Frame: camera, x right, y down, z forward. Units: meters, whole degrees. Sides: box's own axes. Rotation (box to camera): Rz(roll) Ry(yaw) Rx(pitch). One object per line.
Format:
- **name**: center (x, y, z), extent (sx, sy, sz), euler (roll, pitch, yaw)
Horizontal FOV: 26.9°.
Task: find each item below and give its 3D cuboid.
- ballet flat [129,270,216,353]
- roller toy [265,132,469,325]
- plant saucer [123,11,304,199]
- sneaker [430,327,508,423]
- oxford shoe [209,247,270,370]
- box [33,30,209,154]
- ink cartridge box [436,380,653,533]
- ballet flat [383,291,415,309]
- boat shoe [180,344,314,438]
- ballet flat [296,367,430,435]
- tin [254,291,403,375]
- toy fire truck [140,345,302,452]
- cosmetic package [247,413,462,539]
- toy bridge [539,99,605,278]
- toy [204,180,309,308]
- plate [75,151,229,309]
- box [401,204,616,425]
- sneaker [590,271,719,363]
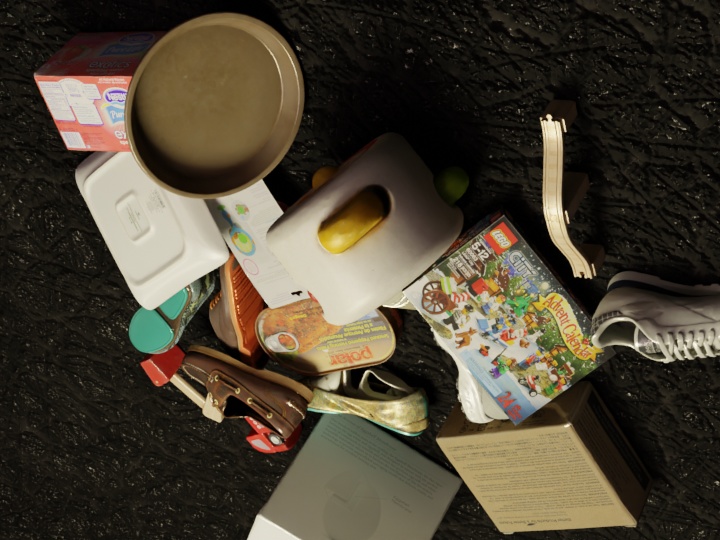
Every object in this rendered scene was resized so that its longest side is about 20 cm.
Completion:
- **ballet flat**: center (-0.231, 0.044, 1.890), extent (0.074, 0.074, 0.200), euler (40, 144, -6)
- **roller toy**: center (-0.001, -0.046, 1.535), extent (0.140, 0.200, 0.182), euler (51, 136, -6)
- **plant saucer**: center (-0.152, -0.171, 1.549), extent (0.029, 0.199, 0.201), euler (43, 158, 53)
- **sneaker**: center (0.136, 0.082, 1.660), extent (0.079, 0.074, 0.201), euler (-3, 125, 34)
- **oxford shoe**: center (-0.158, 0.044, 1.838), extent (0.072, 0.071, 0.201), euler (21, 139, 23)
- **box**: center (-0.241, -0.196, 1.637), extent (0.199, 0.095, 0.103), euler (4, 131, 32)
- **ink cartridge box**: center (0.213, 0.220, 1.744), extent (0.199, 0.075, 0.165), euler (-12, 123, 41)
- **ballet flat**: center (0.000, 0.000, 1.658), extent (0.199, 0.070, 0.070), euler (30, 141, -8)
- **boat shoe**: center (-0.152, 0.149, 1.854), extent (0.199, 0.071, 0.070), euler (17, 160, 37)
- **ballet flat**: center (-0.004, 0.147, 1.843), extent (0.199, 0.071, 0.071), euler (13, 136, 26)
- **tin**: center (-0.037, 0.068, 1.793), extent (0.199, 0.042, 0.112), euler (-12, 118, 37)
- **toy fire truck**: center (-0.183, 0.167, 1.993), extent (0.141, 0.049, 0.200), euler (-18, 119, 45)
- **cosmetic package**: center (-0.010, 0.310, 1.894), extent (0.199, 0.200, 0.123), euler (31, 143, 5)
- **toy bridge**: center (0.202, -0.071, 1.469), extent (0.027, 0.067, 0.201), euler (7, 133, 30)
- **toy**: center (-0.111, -0.057, 1.722), extent (0.115, 0.047, 0.201), euler (-15, 115, 47)
- **plate**: center (-0.257, -0.067, 1.772), extent (0.200, 0.032, 0.201), euler (-29, 87, 47)
- **box**: center (0.157, 0.049, 1.589), extent (0.136, 0.038, 0.200), euler (-37, 106, 15)
- **sneaker**: center (0.330, 0.060, 1.499), extent (0.199, 0.081, 0.077), euler (6, 131, 29)
